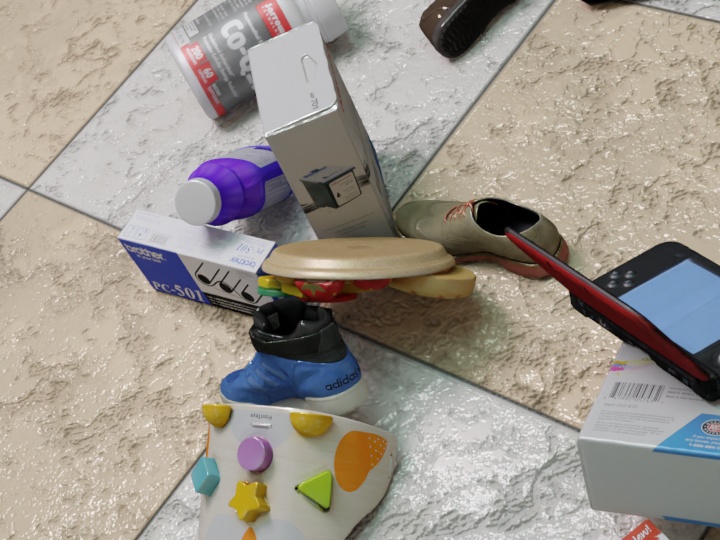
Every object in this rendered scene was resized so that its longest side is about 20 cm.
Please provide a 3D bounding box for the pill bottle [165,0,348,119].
[{"bbox_3d":[-0.122,-0.278,1.860,0.199,0.114,0.114,-31,45,-1],"label":"pill bottle"}]

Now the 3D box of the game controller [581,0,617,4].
[{"bbox_3d":[0.334,-0.354,1.748,0.197,0.042,0.105,-10,48,20],"label":"game controller"}]

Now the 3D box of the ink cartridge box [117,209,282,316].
[{"bbox_3d":[-0.158,-0.003,1.656,0.198,0.094,0.044,14,59,35],"label":"ink cartridge box"}]

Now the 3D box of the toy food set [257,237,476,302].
[{"bbox_3d":[0.000,0.000,1.533,0.198,0.049,0.197,-6,9,-29],"label":"toy food set"}]

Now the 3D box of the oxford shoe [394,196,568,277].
[{"bbox_3d":[0.114,-0.052,1.573,0.198,0.075,0.071,9,57,33],"label":"oxford shoe"}]

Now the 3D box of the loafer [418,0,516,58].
[{"bbox_3d":[0.138,-0.336,1.807,0.200,0.073,0.071,-44,48,-14],"label":"loafer"}]

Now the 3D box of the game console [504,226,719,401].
[{"bbox_3d":[0.246,0.008,1.292,0.171,0.120,0.200,-27,33,-17],"label":"game console"}]

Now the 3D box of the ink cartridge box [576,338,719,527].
[{"bbox_3d":[0.283,0.112,1.308,0.143,0.085,0.201,4,39,28],"label":"ink cartridge box"}]

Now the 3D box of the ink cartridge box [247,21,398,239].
[{"bbox_3d":[-0.038,-0.132,1.631,0.085,0.201,0.147,-21,45,8],"label":"ink cartridge box"}]

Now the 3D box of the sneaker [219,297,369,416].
[{"bbox_3d":[-0.080,0.079,1.500,0.076,0.112,0.199,-32,18,-34],"label":"sneaker"}]

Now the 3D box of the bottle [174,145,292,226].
[{"bbox_3d":[-0.136,-0.089,1.666,0.082,0.066,0.200,2,13,17],"label":"bottle"}]

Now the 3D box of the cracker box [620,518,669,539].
[{"bbox_3d":[0.239,0.307,1.213,0.133,0.058,0.200,-37,45,-7],"label":"cracker box"}]

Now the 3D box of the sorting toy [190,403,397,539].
[{"bbox_3d":[-0.085,0.223,1.442,0.198,0.107,0.182,1,72,27],"label":"sorting toy"}]
